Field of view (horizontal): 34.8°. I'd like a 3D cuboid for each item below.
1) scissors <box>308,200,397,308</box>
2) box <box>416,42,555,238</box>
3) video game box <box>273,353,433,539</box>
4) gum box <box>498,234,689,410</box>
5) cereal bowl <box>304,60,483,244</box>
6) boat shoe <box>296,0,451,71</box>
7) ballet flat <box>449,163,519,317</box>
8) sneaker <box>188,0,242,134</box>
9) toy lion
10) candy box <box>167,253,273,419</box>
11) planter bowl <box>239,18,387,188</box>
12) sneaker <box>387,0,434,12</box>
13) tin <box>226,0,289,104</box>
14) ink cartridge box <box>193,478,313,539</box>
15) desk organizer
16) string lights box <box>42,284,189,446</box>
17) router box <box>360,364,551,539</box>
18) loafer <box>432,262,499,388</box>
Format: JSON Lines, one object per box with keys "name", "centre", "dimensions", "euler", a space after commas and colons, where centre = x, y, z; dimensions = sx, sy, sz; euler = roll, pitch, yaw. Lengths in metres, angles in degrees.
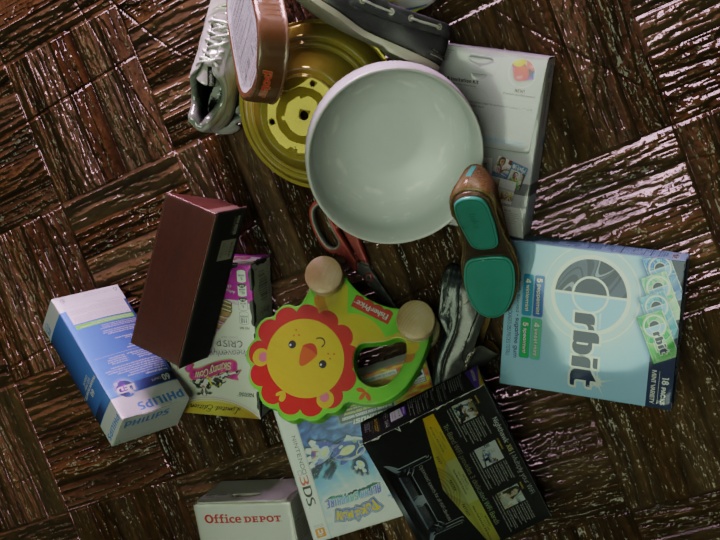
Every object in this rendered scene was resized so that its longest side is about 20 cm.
{"name": "scissors", "centre": [0.000, 0.000, 1.408], "dimensions": [0.072, 0.014, 0.202], "euler": [-22, 95, 23]}
{"name": "box", "centre": [0.130, -0.150, 1.303], "dimensions": [0.154, 0.041, 0.203], "euler": [11, 107, 19]}
{"name": "video game box", "centre": [0.009, 0.214, 1.397], "dimensions": [0.197, 0.047, 0.185], "euler": [-17, 98, 1]}
{"name": "gum box", "centre": [0.261, 0.056, 1.295], "dimensions": [0.197, 0.044, 0.173], "euler": [7, 105, 21]}
{"name": "cereal bowl", "centre": [0.034, -0.137, 1.260], "dimensions": [0.197, 0.084, 0.203], "euler": [-2, 118, -4]}
{"name": "boat shoe", "centre": [0.008, -0.283, 1.245], "dimensions": [0.198, 0.073, 0.063], "euler": [28, 92, -10]}
{"name": "ballet flat", "centre": [0.137, -0.037, 1.254], "dimensions": [0.067, 0.073, 0.201], "euler": [-3, 137, 19]}
{"name": "sneaker", "centre": [-0.164, -0.260, 1.376], "dimensions": [0.074, 0.081, 0.203], "euler": [15, 106, 20]}
{"name": "toy lion", "centre": [-0.029, 0.098, 1.354], "dimensions": [0.198, 0.069, 0.194], "euler": [24, 81, 15]}
{"name": "candy box", "centre": [-0.181, 0.083, 1.473], "dimensions": [0.134, 0.061, 0.203], "euler": [1, 103, 22]}
{"name": "planter bowl", "centre": [-0.057, -0.185, 1.328], "dimensions": [0.197, 0.084, 0.204], "euler": [3, 107, 11]}
{"name": "sneaker", "centre": [-0.012, -0.324, 1.283], "dimensions": [0.197, 0.105, 0.077], "euler": [6, 102, 21]}
{"name": "tin", "centre": [-0.116, -0.276, 1.272], "dimensions": [0.112, 0.041, 0.202], "euler": [120, 146, -47]}
{"name": "ink cartridge box", "centre": [-0.123, 0.381, 1.507], "dimensions": [0.145, 0.083, 0.203], "euler": [-6, 101, 23]}
{"name": "desk organizer", "centre": [-0.211, 0.008, 1.398], "dimensions": [0.076, 0.072, 0.203], "euler": [22, 106, 20]}
{"name": "string lights box", "centre": [-0.316, 0.118, 1.475], "dimensions": [0.201, 0.102, 0.059], "euler": [53, 134, 25]}
{"name": "router box", "centre": [0.112, 0.233, 1.339], "dimensions": [0.156, 0.052, 0.202], "euler": [-26, 111, 6]}
{"name": "loafer", "centre": [0.127, 0.095, 1.346], "dimensions": [0.071, 0.073, 0.203], "euler": [6, 106, 16]}
